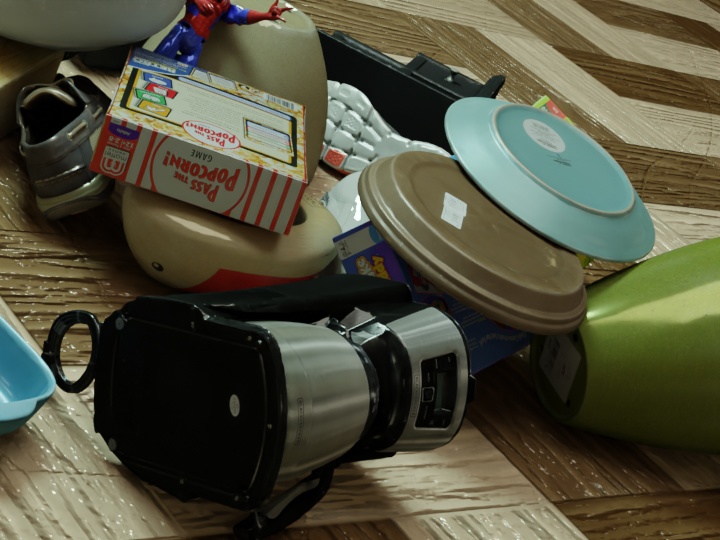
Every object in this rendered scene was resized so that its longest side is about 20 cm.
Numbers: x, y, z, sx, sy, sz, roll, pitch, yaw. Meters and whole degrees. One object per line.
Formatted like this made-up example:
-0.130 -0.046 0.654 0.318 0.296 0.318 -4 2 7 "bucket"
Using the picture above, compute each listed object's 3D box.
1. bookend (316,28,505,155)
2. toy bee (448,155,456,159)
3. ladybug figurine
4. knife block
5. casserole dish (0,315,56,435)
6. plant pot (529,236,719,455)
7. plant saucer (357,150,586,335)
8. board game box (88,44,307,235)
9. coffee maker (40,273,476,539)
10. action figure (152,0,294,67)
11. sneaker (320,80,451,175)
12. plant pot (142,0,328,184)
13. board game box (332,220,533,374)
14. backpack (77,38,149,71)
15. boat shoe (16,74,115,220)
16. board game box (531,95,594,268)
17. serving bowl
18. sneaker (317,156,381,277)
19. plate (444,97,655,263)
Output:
0.035 -0.191 1.746 0.198 0.093 0.200 28 21 5 "bookend"
0.111 -0.046 1.472 0.109 0.131 0.200 33 -5 -40 "toy bee"
-0.098 -0.026 1.251 0.199 0.072 0.136 2 31 -45 "ladybug figurine"
-0.282 -0.161 1.366 0.175 0.064 0.200 6 29 -40 "knife block"
-0.266 0.041 0.962 0.200 0.039 0.121 40 25 29 "casserole dish"
0.242 0.066 1.318 0.199 0.188 0.187 -5 33 -22 "plant pot"
0.089 -0.027 1.231 0.199 0.030 0.200 27 26 -14 "plant saucer"
-0.117 -0.103 1.247 0.151 0.047 0.200 19 19 -9 "board game box"
-0.056 0.058 1.026 0.192 0.135 0.199 38 24 29 "coffee maker"
-0.134 -0.186 1.382 0.099 0.201 0.065 4 -29 46 "action figure"
0.018 -0.109 1.605 0.200 0.077 0.082 37 -3 23 "sneaker"
-0.109 -0.181 1.508 0.199 0.135 0.201 22 23 -9 "plant pot"
0.067 0.015 1.286 0.200 0.045 0.135 -18 84 -60 "board game box"
-0.257 -0.298 1.608 0.200 0.164 0.153 32 13 32 "backpack"
-0.225 -0.115 1.276 0.074 0.074 0.200 -20 30 -1 "boat shoe"
0.181 -0.071 1.521 0.102 0.048 0.200 49 -10 16 "board game box"
-0.236 -0.223 1.348 0.199 0.066 0.200 4 25 -2 "serving bowl"
0.000 0.000 1.317 0.076 0.080 0.201 51 26 -34 "sneaker"
0.159 -0.083 1.331 0.199 0.026 0.201 23 32 -16 "plate"
